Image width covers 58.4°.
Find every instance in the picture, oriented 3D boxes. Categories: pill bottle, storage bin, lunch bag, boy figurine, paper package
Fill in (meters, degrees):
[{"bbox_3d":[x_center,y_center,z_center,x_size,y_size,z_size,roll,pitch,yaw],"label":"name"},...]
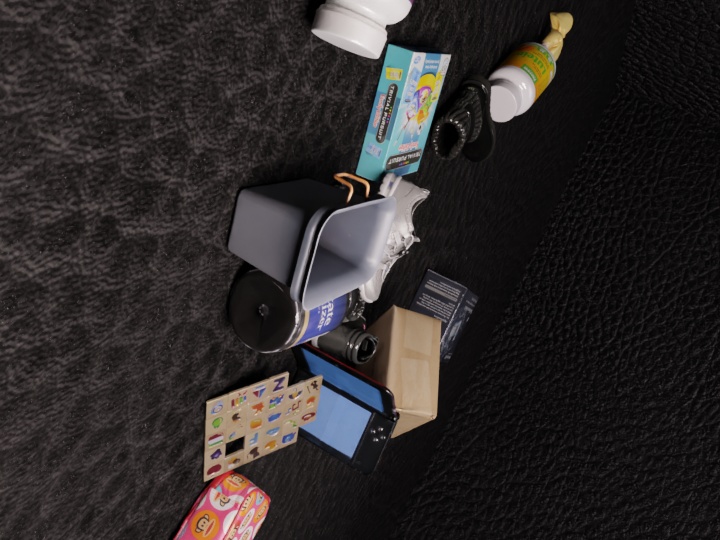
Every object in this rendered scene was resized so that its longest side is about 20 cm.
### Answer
[{"bbox_3d":[-0.083,0.042,0.893,0.200,0.111,0.112,-13,125,-64],"label":"pill bottle"},{"bbox_3d":[-0.061,-0.058,0.802,0.200,0.134,0.146,-26,136,-60],"label":"storage bin"},{"bbox_3d":[0.342,-0.409,1.411,0.200,0.111,0.111,-49,154,-37],"label":"pill bottle"},{"bbox_3d":[0.017,-0.344,0.705,0.112,0.112,0.201,-4,116,-66],"label":"pill bottle"},{"bbox_3d":[-0.224,0.429,1.024,0.200,0.082,0.176,-57,158,-23],"label":"lunch bag"},{"bbox_3d":[0.473,-0.559,1.629,0.124,0.064,0.201,0,112,-67],"label":"boy figurine"},{"bbox_3d":[0.062,0.195,1.212,0.191,0.103,0.201,134,-32,-55],"label":"paper package"}]

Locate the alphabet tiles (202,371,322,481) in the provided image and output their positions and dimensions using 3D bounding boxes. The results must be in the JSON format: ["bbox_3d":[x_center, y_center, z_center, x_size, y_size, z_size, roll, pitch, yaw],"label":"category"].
[{"bbox_3d":[-0.147,0.227,0.987,0.199,0.008,0.168,-16,131,-35],"label":"alphabet tiles"}]

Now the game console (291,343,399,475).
[{"bbox_3d":[-0.048,0.224,1.053,0.173,0.199,0.119,-66,158,4],"label":"game console"}]

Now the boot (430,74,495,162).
[{"bbox_3d":[0.204,-0.263,1.283,0.158,0.079,0.212,-61,149,-31],"label":"boot"}]

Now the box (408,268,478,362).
[{"bbox_3d":[0.199,0.122,1.653,0.201,0.117,0.197,-64,159,1],"label":"box"}]

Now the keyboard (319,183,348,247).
[{"bbox_3d":[-0.017,-0.065,0.999,0.200,0.020,0.128,25,68,-64],"label":"keyboard"}]

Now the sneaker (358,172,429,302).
[{"bbox_3d":[0.048,-0.045,0.980,0.075,0.082,0.201,-6,112,-82],"label":"sneaker"}]

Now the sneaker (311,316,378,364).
[{"bbox_3d":[-0.007,0.129,1.189,0.200,0.099,0.071,-1,112,-69],"label":"sneaker"}]

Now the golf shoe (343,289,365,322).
[{"bbox_3d":[0.000,0.000,1.126,0.201,0.078,0.095,-59,180,-19],"label":"golf shoe"}]

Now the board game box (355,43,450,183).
[{"bbox_3d":[0.070,-0.250,1.027,0.151,0.047,0.201,-29,139,-57],"label":"board game box"}]
